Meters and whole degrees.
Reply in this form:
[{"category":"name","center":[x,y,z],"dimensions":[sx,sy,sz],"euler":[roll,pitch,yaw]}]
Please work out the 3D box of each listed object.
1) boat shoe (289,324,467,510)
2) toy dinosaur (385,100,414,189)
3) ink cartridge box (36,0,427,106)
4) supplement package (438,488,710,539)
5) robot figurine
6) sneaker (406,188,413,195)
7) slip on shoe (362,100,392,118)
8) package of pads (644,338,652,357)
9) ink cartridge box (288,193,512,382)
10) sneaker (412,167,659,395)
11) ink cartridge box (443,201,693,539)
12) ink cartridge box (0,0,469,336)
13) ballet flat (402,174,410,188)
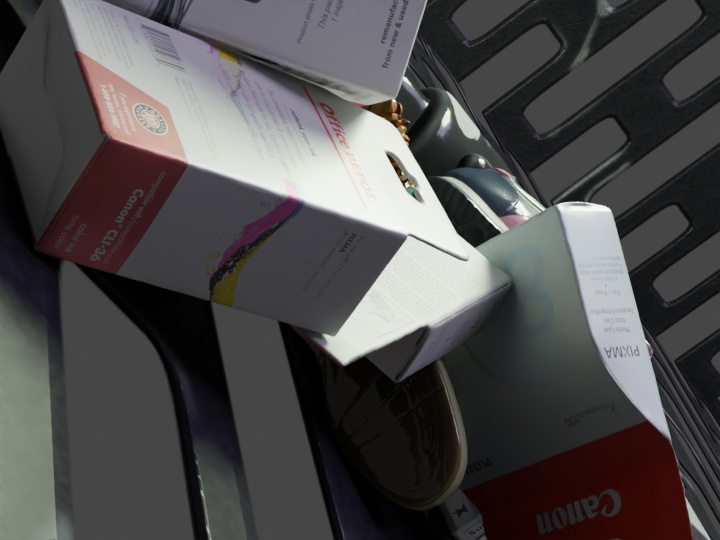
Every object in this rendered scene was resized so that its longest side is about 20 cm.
[{"category":"boat shoe","center":[0.011,0.055,0.991],"dimensions":[0.063,0.073,0.201],"euler":[36,13,-48]},{"category":"toy dinosaur","center":[-0.029,-0.131,1.222],"dimensions":[0.201,0.135,0.102],"euler":[59,11,28]},{"category":"ink cartridge box","center":[-0.075,-0.151,0.886],"dimensions":[0.198,0.085,0.145],"euler":[19,-1,-11]},{"category":"supplement package","center":[0.123,0.130,1.140],"dimensions":[0.200,0.109,0.114],"euler":[42,15,-50]},{"category":"robot figurine","center":[0.055,-0.062,1.432],"dimensions":[0.200,0.124,0.151],"euler":[50,14,-23]},{"category":"sneaker","center":[0.073,0.018,1.157],"dimensions":[0.200,0.077,0.080],"euler":[45,43,-49]},{"category":"slip on shoe","center":[-0.019,-0.105,1.097],"dimensions":[0.060,0.077,0.200],"euler":[27,7,6]},{"category":"package of pads","center":[0.145,0.080,1.317],"dimensions":[0.121,0.075,0.201],"euler":[54,-18,24]},{"category":"ink cartridge box","center":[-0.042,-0.021,0.918],"dimensions":[0.200,0.045,0.176],"euler":[40,31,17]},{"category":"sneaker","center":[0.118,0.011,1.050],"dimensions":[0.082,0.070,0.200],"euler":[-17,61,-43]},{"category":"ink cartridge box","center":[0.092,0.084,0.974],"dimensions":[0.047,0.160,0.202],"euler":[1,71,-38]},{"category":"ink cartridge box","center":[-0.057,-0.042,0.809],"dimensions":[0.199,0.068,0.117],"euler":[18,32,-35]},{"category":"ballet flat","center":[0.019,-0.071,1.276],"dimensions":[0.201,0.046,0.068],"euler":[55,-25,23]}]
